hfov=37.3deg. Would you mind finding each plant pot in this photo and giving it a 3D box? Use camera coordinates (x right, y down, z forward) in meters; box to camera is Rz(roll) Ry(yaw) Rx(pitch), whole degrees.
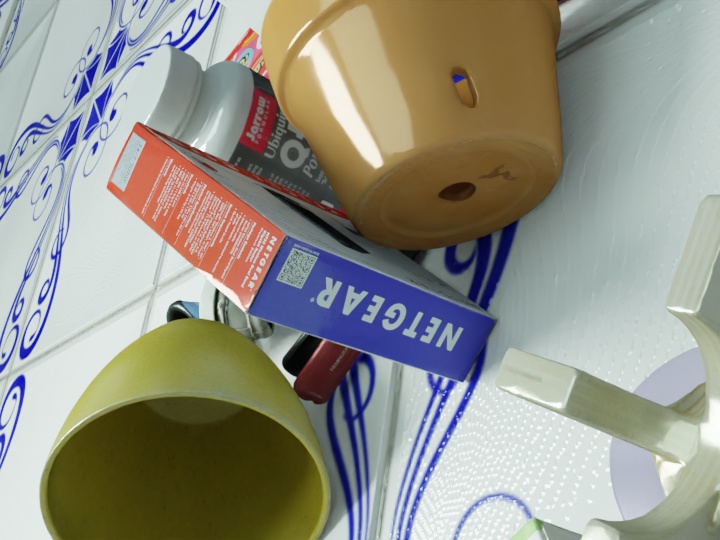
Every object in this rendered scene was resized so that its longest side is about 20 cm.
[{"bbox_3d":[-0.123,0.119,0.783,0.201,0.198,0.143,-50,25,25],"label":"plant pot"},{"bbox_3d":[0.044,-0.107,0.683,0.199,0.198,0.142,-37,56,40],"label":"plant pot"}]

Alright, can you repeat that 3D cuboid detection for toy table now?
[{"bbox_3d":[0.149,0.077,0.437,0.199,0.116,0.186,-7,64,56],"label":"toy table"}]

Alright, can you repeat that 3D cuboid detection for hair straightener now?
[{"bbox_3d":[0.000,0.000,0.809,0.202,0.041,0.077,-60,30,11],"label":"hair straightener"}]

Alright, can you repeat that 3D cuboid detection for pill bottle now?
[{"bbox_3d":[-0.089,-0.100,0.867,0.110,0.198,0.112,-35,42,40],"label":"pill bottle"}]

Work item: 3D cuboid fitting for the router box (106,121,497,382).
[{"bbox_3d":[-0.036,-0.010,0.678,0.179,0.199,0.049,36,100,43],"label":"router box"}]

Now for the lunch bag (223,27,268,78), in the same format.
[{"bbox_3d":[-0.079,-0.199,1.051,0.200,0.081,0.177,-47,31,26],"label":"lunch bag"}]

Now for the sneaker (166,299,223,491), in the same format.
[{"bbox_3d":[-0.146,0.110,0.919,0.079,0.088,0.202,-43,38,33],"label":"sneaker"}]

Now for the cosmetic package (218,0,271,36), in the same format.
[{"bbox_3d":[-0.035,-0.214,0.883,0.200,0.082,0.051,43,146,28],"label":"cosmetic package"}]

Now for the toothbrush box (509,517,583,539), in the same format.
[{"bbox_3d":[0.067,0.238,0.482,0.201,0.085,0.146,-51,33,23],"label":"toothbrush box"}]

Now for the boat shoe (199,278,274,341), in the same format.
[{"bbox_3d":[-0.090,-0.014,0.948,0.059,0.073,0.203,-3,44,13],"label":"boat shoe"}]
